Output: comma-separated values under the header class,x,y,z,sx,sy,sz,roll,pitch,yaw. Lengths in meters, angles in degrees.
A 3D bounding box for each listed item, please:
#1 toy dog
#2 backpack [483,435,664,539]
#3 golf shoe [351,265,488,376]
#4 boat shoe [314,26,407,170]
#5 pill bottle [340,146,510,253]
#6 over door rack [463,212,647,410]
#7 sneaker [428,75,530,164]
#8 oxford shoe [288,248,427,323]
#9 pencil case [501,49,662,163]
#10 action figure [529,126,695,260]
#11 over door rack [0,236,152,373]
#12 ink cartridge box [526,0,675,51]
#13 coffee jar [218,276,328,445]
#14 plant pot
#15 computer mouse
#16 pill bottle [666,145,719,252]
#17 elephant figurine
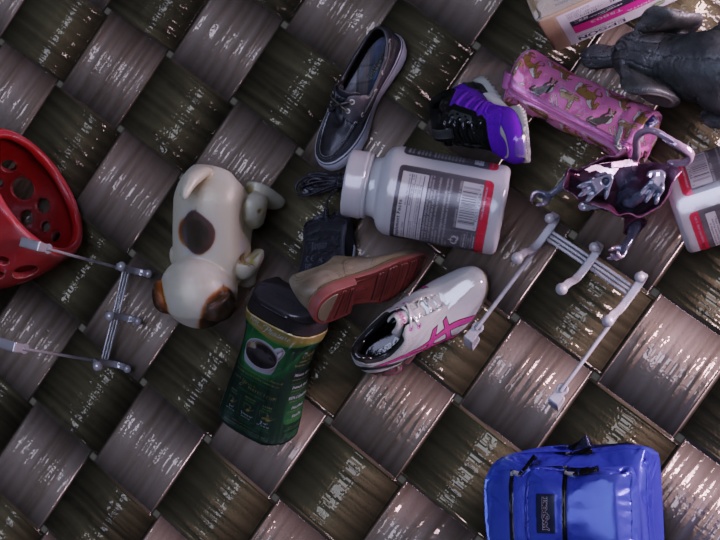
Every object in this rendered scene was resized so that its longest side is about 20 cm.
class,x,y,z,sx,sy,sz,roll,pitch,yaw
toy dog,-0.191,-0.024,1.737,0.138,0.194,0.202,11,80,7
backpack,0.241,0.275,1.564,0.198,0.168,0.164,-4,76,23
golf shoe,0.076,0.064,1.684,0.200,0.092,0.073,-39,72,9
boat shoe,-0.008,-0.228,1.754,0.070,0.066,0.201,34,92,30
pill bottle,0.080,-0.092,1.662,0.198,0.111,0.112,11,86,5
over door rack,0.234,0.048,1.637,0.147,0.067,0.201,36,95,20
sneaker,0.138,-0.173,1.645,0.099,0.200,0.070,-14,118,-11
oxford shoe,0.000,0.000,1.677,0.075,0.199,0.071,44,132,30
pencil case,0.270,-0.198,1.653,0.199,0.087,0.083,32,84,21
action figure,0.291,-0.105,1.577,0.134,0.200,0.149,36,94,5
over door rack,-0.368,0.052,1.777,0.066,0.199,0.149,9,85,44
ink cartridge box,0.302,-0.351,1.621,0.199,0.165,0.076,-23,79,15
coffee jar,-0.108,0.114,1.710,0.104,0.085,0.201,27,113,24
plant pot,-0.512,-0.066,1.840,0.182,0.200,0.202,-29,75,15
computer mouse,-0.014,-0.039,1.753,0.139,0.046,0.202,-10,68,21
pill bottle,0.461,-0.102,1.565,0.199,0.111,0.112,-18,78,16
elephant figurine,0.360,-0.246,1.593,0.198,0.156,0.142,13,52,7
